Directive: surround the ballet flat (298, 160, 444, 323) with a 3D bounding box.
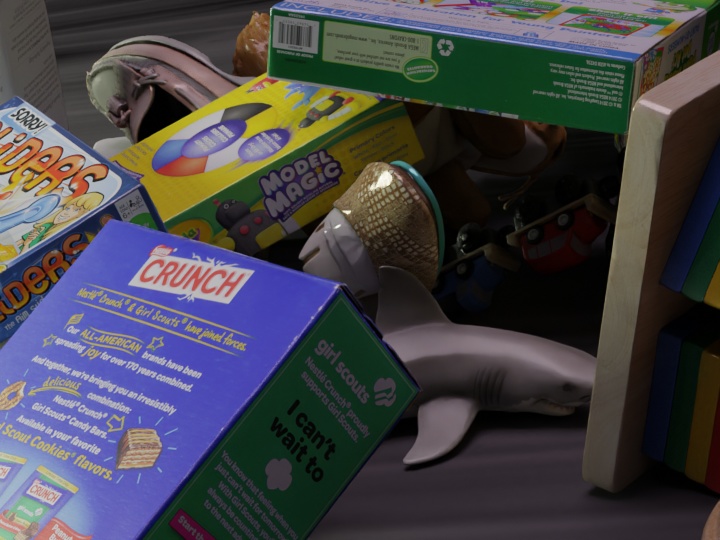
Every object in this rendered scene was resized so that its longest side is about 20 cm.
[{"bbox_3d":[0.000,0.000,1.214,0.065,0.071,0.200,-29,-14,-12],"label":"ballet flat"}]

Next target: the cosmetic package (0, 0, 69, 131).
[{"bbox_3d":[-0.237,-0.076,1.401,0.108,0.200,0.085,-2,23,13],"label":"cosmetic package"}]

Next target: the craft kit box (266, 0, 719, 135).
[{"bbox_3d":[0.078,-0.128,1.257,0.200,0.049,0.198,11,22,19],"label":"craft kit box"}]

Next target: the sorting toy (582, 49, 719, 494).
[{"bbox_3d":[0.196,-0.011,1.071,0.070,0.199,0.200,25,37,31],"label":"sorting toy"}]

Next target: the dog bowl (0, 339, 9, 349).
[{"bbox_3d":[-0.138,0.057,1.212,0.200,0.059,0.200,-9,21,3],"label":"dog bowl"}]

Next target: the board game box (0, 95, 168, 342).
[{"bbox_3d":[-0.198,-0.023,1.216,0.135,0.034,0.200,-33,29,-15],"label":"board game box"}]

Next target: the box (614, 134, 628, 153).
[{"bbox_3d":[0.185,-0.151,1.418,0.038,0.200,0.137,-1,21,-1],"label":"box"}]

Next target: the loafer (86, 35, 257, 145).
[{"bbox_3d":[-0.107,-0.091,1.386,0.200,0.072,0.063,21,44,42],"label":"loafer"}]

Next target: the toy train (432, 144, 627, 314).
[{"bbox_3d":[0.108,-0.022,1.257,0.200,0.046,0.034,-26,-29,29],"label":"toy train"}]

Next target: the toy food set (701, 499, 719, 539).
[{"bbox_3d":[0.233,0.110,0.932,0.198,0.049,0.200,0,23,24],"label":"toy food set"}]

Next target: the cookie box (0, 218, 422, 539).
[{"bbox_3d":[-0.100,0.085,0.987,0.171,0.075,0.200,16,61,48],"label":"cookie box"}]

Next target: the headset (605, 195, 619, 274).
[{"bbox_3d":[0.194,-0.040,1.277,0.123,0.094,0.200,-7,31,6],"label":"headset"}]

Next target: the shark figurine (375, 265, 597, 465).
[{"bbox_3d":[0.005,0.047,1.144,0.214,0.090,0.128,-15,20,-19],"label":"shark figurine"}]

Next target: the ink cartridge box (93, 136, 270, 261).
[{"bbox_3d":[-0.116,-0.024,1.401,0.115,0.068,0.200,-5,21,4],"label":"ink cartridge box"}]

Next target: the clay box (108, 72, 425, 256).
[{"bbox_3d":[-0.078,-0.047,1.248,0.200,0.048,0.115,-29,27,-12],"label":"clay box"}]

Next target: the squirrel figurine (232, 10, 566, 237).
[{"bbox_3d":[0.027,-0.106,1.433,0.187,0.142,0.200,-18,39,-43],"label":"squirrel figurine"}]
